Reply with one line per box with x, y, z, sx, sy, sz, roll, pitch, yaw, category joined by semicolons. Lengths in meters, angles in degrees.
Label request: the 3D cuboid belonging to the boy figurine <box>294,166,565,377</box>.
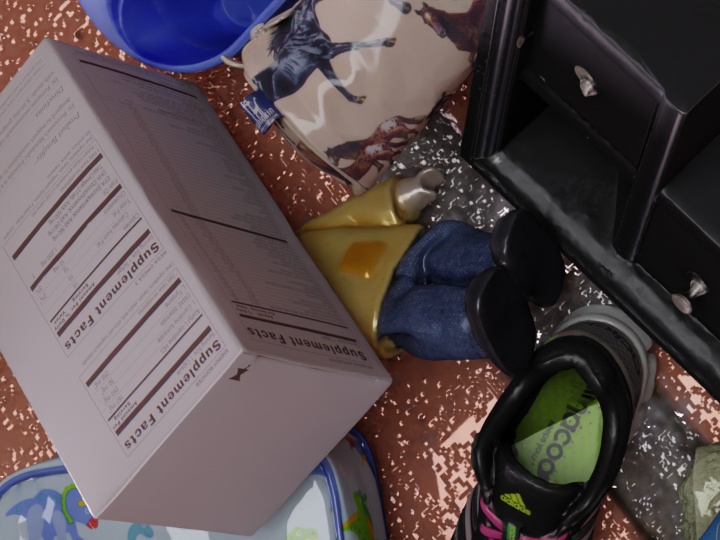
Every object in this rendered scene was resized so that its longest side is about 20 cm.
0.000;0.000;1.236;0.199;0.065;0.125;7;58;37;boy figurine

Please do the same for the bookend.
0.149;-0.052;1.121;0.092;0.199;0.200;-42;77;-16;bookend

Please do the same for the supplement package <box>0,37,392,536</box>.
-0.097;0.009;1.188;0.110;0.113;0.200;-48;56;21;supplement package

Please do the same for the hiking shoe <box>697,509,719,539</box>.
0.202;0.113;1.138;0.199;0.075;0.087;-32;51;-3;hiking shoe

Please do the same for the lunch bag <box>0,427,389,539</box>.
-0.081;0.154;1.266;0.199;0.082;0.162;-11;89;19;lunch bag

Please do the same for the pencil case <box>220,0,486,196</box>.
0.030;-0.133;1.145;0.089;0.078;0.200;40;101;-9;pencil case

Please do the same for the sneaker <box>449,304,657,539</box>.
0.078;0.112;1.211;0.073;0.087;0.201;23;97;17;sneaker

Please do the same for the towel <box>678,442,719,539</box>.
0.222;0.178;1.190;0.147;0.036;0.202;-4;89;18;towel

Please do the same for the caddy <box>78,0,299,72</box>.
-0.063;-0.185;1.222;0.200;0.105;0.142;-43;78;37;caddy
